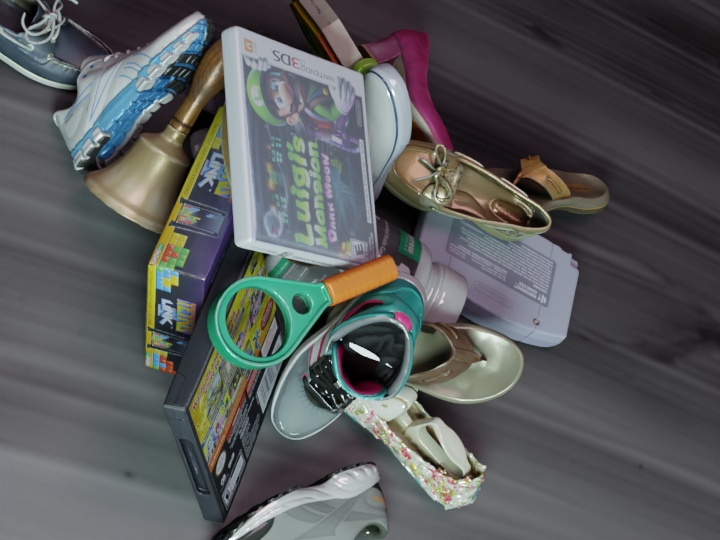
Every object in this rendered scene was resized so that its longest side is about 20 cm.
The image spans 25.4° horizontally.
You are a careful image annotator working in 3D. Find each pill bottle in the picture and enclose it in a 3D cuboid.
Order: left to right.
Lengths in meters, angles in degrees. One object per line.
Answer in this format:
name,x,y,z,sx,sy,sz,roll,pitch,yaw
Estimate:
pill bottle,0.000,0.000,1.602,0.200,0.113,0.113,29,52,-16

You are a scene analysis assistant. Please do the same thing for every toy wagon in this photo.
toy wagon,-0.014,-0.216,1.700,0.040,0.200,0.155,-32,54,-3

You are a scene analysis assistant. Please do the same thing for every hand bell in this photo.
hand bell,-0.166,-0.143,1.509,0.104,0.200,0.104,32,11,-7

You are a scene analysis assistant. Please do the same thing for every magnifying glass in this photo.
magnifying glass,-0.047,0.027,1.404,0.200,0.022,0.080,-22,87,-37

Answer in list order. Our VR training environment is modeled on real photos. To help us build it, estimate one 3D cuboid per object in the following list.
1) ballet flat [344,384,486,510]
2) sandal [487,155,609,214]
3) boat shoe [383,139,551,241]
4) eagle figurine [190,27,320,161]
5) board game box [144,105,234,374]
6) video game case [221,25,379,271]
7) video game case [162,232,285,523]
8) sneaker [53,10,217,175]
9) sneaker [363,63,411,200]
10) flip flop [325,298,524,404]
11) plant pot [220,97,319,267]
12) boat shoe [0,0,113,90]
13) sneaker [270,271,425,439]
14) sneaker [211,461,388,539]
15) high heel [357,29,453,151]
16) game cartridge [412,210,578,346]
ballet flat,0.051,0.150,1.580,0.200,0.064,0.076,44,48,-2
sandal,0.211,-0.101,1.817,0.200,0.054,0.080,-3,43,-35
boat shoe,0.112,-0.088,1.698,0.200,0.063,0.073,19,83,-22
eagle figurine,-0.099,-0.176,1.643,0.151,0.200,0.152,-5,98,-1
board game box,-0.142,-0.025,1.490,0.057,0.165,0.200,17,54,3
video game case,-0.052,-0.105,1.446,0.182,0.023,0.200,13,68,-50
video game case,-0.118,0.096,1.443,0.025,0.181,0.200,8,52,15
sneaker,-0.224,-0.187,1.530,0.087,0.200,0.075,53,16,18
sneaker,-0.003,-0.123,1.620,0.071,0.200,0.073,-25,60,-31
flip flop,0.064,0.077,1.539,0.200,0.058,0.081,20,88,-11
plant pot,-0.052,-0.103,1.487,0.200,0.027,0.200,23,60,-46
boat shoe,-0.327,-0.243,1.568,0.200,0.062,0.075,27,50,-17
sneaker,-0.015,0.097,1.465,0.084,0.200,0.121,38,17,-7
sneaker,-0.051,0.237,1.462,0.200,0.074,0.079,-15,78,-37
high heel,0.079,-0.188,1.789,0.096,0.067,0.200,-18,60,-27
game cartridge,0.144,-0.001,1.746,0.200,0.040,0.133,29,48,-15
